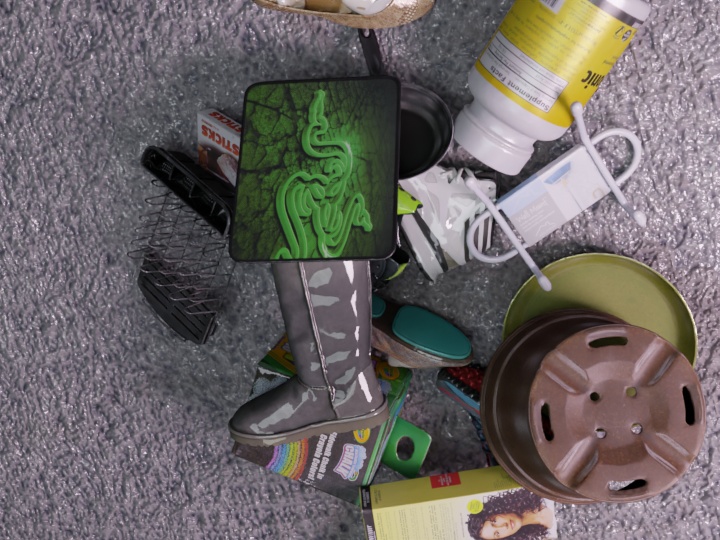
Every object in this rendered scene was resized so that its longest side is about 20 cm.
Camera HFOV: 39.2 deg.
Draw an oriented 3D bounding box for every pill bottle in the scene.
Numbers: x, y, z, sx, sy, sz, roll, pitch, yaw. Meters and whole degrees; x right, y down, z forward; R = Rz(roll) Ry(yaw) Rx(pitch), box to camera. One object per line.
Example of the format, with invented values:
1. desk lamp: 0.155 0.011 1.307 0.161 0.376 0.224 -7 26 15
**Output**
1. pill bottle: 0.172 -0.194 0.958 0.111 0.111 0.200 35 114 2

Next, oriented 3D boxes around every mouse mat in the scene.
1. mouse mat: -0.042 -0.100 0.971 0.161 0.008 0.200 -2 68 9

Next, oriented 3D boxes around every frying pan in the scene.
1. frying pan: 0.012 -0.160 1.004 0.115 0.031 0.190 -34 64 -10

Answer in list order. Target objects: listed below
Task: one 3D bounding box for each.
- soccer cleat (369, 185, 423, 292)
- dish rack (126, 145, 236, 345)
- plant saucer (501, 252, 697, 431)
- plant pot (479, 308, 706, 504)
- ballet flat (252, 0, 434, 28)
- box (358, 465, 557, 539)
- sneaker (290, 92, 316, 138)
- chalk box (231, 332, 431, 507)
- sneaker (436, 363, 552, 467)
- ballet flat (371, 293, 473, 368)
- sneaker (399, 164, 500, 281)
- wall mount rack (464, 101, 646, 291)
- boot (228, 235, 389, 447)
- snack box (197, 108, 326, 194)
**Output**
1. soccer cleat: 0.000 0.000 1.026 0.081 0.068 0.200 30 118 16
2. dish rack: -0.200 -0.021 1.122 0.153 0.055 0.200 40 120 30
3. plant saucer: 0.251 0.073 1.069 0.200 0.031 0.200 5 109 15
4. plant pot: 0.216 0.128 0.936 0.200 0.198 0.201 0 84 3
5. ballet flat: -0.027 -0.280 1.009 0.200 0.065 0.071 5 99 13
6. box: 0.102 0.253 1.063 0.200 0.050 0.075 -10 112 2
7. sneaker: -0.036 -0.087 1.055 0.108 0.067 0.202 -14 103 54
8. chalk box: -0.020 0.166 1.127 0.200 0.124 0.125 21 111 7
9. sneaker: 0.156 0.184 1.107 0.200 0.079 0.096 36 116 2
10. ballet flat: 0.029 0.067 1.120 0.200 0.068 0.067 27 132 12
11. sneaker: 0.077 -0.101 1.051 0.115 0.076 0.201 -26 96 5
12. wall mount rack: 0.184 -0.077 0.976 0.200 0.075 0.174 -35 123 9
13. boot: -0.064 0.066 0.999 0.182 0.073 0.200 -12 113 3
14. snack box: -0.104 -0.101 1.055 0.200 0.024 0.072 33 132 37
